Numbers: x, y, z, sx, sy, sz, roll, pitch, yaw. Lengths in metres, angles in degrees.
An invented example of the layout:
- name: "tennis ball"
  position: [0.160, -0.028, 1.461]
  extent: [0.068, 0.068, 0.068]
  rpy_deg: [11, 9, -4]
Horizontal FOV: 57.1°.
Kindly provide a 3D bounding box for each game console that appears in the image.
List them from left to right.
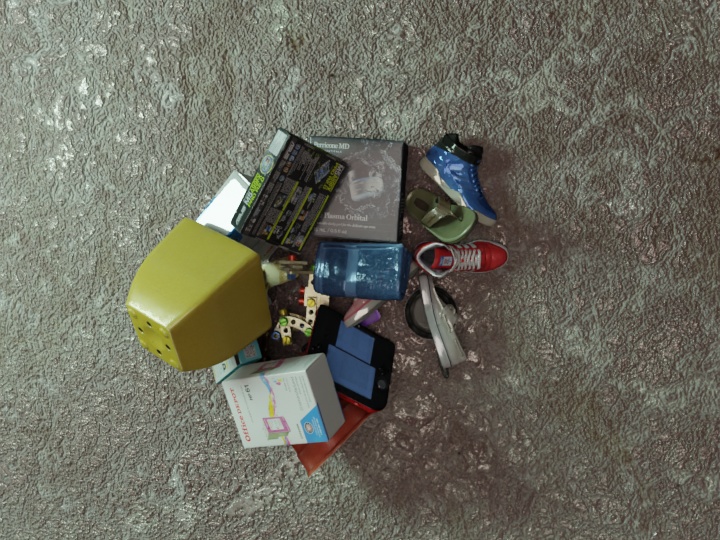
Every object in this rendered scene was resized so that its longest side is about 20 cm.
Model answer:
- name: "game console"
  position: [-0.020, 0.181, 1.354]
  extent: [0.198, 0.179, 0.031]
  rpy_deg: [30, 140, -19]

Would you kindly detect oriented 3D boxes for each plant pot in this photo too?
- name: "plant pot"
  position: [-0.306, 0.062, 1.208]
  extent: [0.193, 0.200, 0.197]
  rpy_deg: [25, 139, 27]
- name: "plant pot"
  position: [-0.101, 0.289, 1.396]
  extent: [0.195, 0.201, 0.201]
  rpy_deg: [46, 101, 9]

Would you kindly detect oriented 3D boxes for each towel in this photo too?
- name: "towel"
  position: [0.000, 0.000, 1.330]
  extent: [0.196, 0.048, 0.114]
  rpy_deg: [4, 78, 21]

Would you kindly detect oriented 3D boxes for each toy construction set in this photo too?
- name: "toy construction set"
  position: [-0.126, 0.061, 1.417]
  extent: [0.128, 0.092, 0.204]
  rpy_deg: [4, 109, 2]

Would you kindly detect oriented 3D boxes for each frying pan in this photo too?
- name: "frying pan"
  position: [0.171, 0.119, 1.406]
  extent: [0.114, 0.031, 0.191]
  rpy_deg: [-36, 94, 11]

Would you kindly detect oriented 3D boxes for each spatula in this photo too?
- name: "spatula"
  position: [-0.049, 0.127, 1.445]
  extent: [0.198, 0.021, 0.057]
  rpy_deg: [-32, 93, 11]

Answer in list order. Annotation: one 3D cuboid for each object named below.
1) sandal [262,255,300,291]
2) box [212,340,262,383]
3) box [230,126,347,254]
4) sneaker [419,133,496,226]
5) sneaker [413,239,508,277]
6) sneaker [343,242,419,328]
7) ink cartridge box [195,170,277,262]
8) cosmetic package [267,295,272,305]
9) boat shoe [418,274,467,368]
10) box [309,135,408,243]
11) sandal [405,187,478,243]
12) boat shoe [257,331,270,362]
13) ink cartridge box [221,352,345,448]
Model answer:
- name: "sandal"
  position: [-0.227, 0.029, 1.436]
  extent: [0.209, 0.070, 0.079]
  rpy_deg: [-26, 92, 11]
- name: "box"
  position: [-0.269, 0.174, 1.398]
  extent: [0.048, 0.200, 0.084]
  rpy_deg: [-12, 76, -30]
- name: "box"
  position: [-0.132, -0.144, 1.244]
  extent: [0.044, 0.159, 0.202]
  rpy_deg: [39, 104, 40]
- name: "sneaker"
  position: [0.224, -0.191, 1.337]
  extent: [0.200, 0.077, 0.111]
  rpy_deg: [45, 110, 8]
- name: "sneaker"
  position: [0.203, -0.025, 1.342]
  extent: [0.196, 0.112, 0.073]
  rpy_deg: [1, 98, 8]
- name: "sneaker"
  position: [0.020, 0.023, 1.385]
  extent: [0.200, 0.075, 0.105]
  rpy_deg: [-43, 82, -6]
- name: "ink cartridge box"
  position: [-0.224, -0.104, 1.348]
  extent: [0.086, 0.200, 0.147]
  rpy_deg: [44, 100, 16]
- name: "cosmetic package"
  position: [-0.287, 0.072, 1.405]
  extent: [0.199, 0.071, 0.103]
  rpy_deg: [-27, 93, 42]
- name: "boat shoe"
  position: [0.170, 0.100, 1.358]
  extent: [0.065, 0.072, 0.204]
  rpy_deg: [-17, 95, 4]
- name: "box"
  position: [-0.007, -0.166, 1.357]
  extent: [0.192, 0.117, 0.204]
  rpy_deg: [4, 96, 8]
- name: "sandal"
  position: [0.149, -0.114, 1.314]
  extent: [0.200, 0.057, 0.081]
  rpy_deg: [32, 88, 45]
- name: "boat shoe"
  position: [-0.227, 0.201, 1.451]
  extent: [0.070, 0.069, 0.204]
  rpy_deg: [35, 128, 45]
- name: "ink cartridge box"
  position: [-0.148, 0.250, 1.260]
  extent: [0.197, 0.085, 0.147]
  rpy_deg: [-12, 102, 28]
